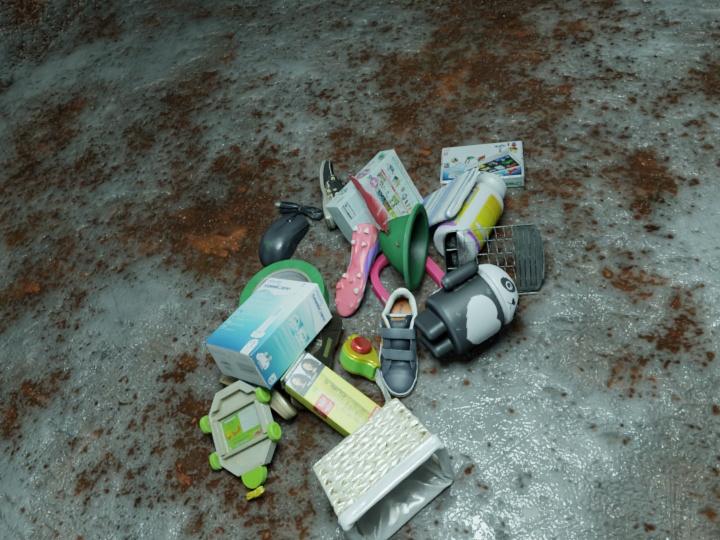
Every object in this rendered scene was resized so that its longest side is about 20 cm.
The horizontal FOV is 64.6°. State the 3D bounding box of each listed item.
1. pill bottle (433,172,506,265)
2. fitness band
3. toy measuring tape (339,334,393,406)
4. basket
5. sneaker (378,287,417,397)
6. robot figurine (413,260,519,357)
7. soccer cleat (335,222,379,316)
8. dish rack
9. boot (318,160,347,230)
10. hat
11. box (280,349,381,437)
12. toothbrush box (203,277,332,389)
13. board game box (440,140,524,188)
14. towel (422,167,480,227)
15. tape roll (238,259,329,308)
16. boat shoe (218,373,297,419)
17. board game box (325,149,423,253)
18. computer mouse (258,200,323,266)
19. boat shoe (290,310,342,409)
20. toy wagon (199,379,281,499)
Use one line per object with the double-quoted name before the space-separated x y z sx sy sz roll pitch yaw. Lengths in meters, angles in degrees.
"pill bottle" 0.246 -0.118 1.239 0.102 0.106 0.202 20 60 29
"fitness band" 0.105 0.030 1.211 0.141 0.038 0.201 -29 51 -11
"toy measuring tape" 0.003 0.186 1.073 0.072 0.075 0.201 -22 35 -2
"basket" 0.036 0.329 0.924 0.198 0.137 0.123 -35 46 -13
"sneaker" 0.072 0.131 1.084 0.076 0.080 0.206 -1 66 5
"robot figurine" 0.198 0.075 1.049 0.197 0.151 0.126 -30 68 -10
"soccer cleat" 0.000 0.000 1.218 0.065 0.076 0.206 13 91 33
"dish rack" 0.265 -0.014 1.128 0.194 0.158 0.055 -4 15 11
"boot" -0.025 -0.201 1.408 0.146 0.074 0.204 -13 53 8
"hat" 0.041 -0.064 1.172 0.171 0.168 0.203 6 51 21
"box" -0.048 0.236 1.033 0.198 0.050 0.076 36 65 11
"toothbrush box" -0.172 0.111 1.084 0.143 0.087 0.201 4 41 39
"board game box" 0.293 -0.252 1.379 0.194 0.035 0.129 -2 51 15
"towel" 0.173 -0.141 1.257 0.148 0.024 0.199 -56 15 -27
"tape roll" -0.167 0.070 1.249 0.194 0.049 0.205 -8 51 10
"boat shoe" -0.201 0.244 1.111 0.197 0.072 0.065 25 69 39
"board game box" 0.036 -0.152 1.298 0.200 0.149 0.064 -46 26 -21
"computer mouse" -0.187 -0.099 1.388 0.135 0.053 0.203 13 57 24
"boat shoe" -0.096 0.178 1.138 0.075 0.071 0.204 -13 46 50
"toy wagon" -0.212 0.311 1.043 0.153 0.039 0.205 -29 70 20
